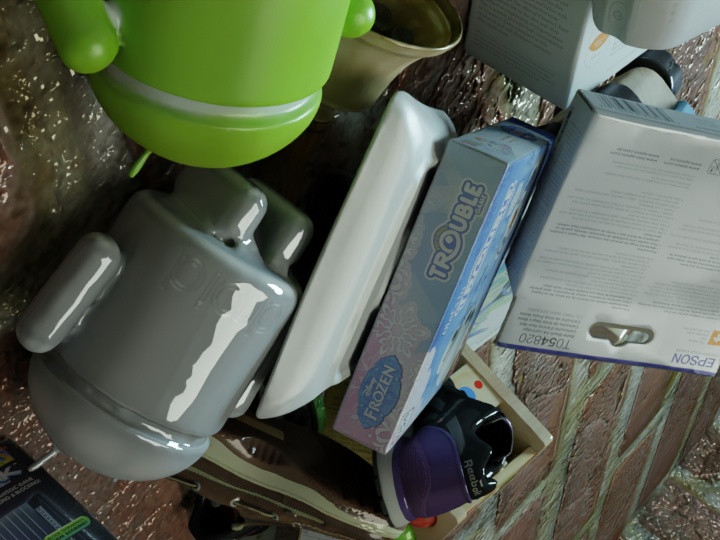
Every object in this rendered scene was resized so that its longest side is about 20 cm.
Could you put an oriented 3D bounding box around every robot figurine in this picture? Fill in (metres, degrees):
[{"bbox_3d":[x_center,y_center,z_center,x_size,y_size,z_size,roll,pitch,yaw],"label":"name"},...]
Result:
[{"bbox_3d":[-0.111,0.034,0.649,0.170,0.113,0.200,28,98,-44],"label":"robot figurine"},{"bbox_3d":[-0.061,-0.134,0.523,0.175,0.116,0.200,-20,139,-41],"label":"robot figurine"}]

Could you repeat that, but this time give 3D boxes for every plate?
[{"bbox_3d":[0.011,-0.008,0.719,0.200,0.032,0.200,-67,170,8],"label":"plate"}]

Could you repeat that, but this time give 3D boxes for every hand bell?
[{"bbox_3d":[-0.033,-0.088,0.694,0.104,0.104,0.200,-22,152,-48],"label":"hand bell"}]

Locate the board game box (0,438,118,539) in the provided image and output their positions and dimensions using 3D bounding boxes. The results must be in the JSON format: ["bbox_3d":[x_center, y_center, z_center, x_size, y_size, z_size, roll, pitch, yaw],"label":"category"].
[{"bbox_3d":[-0.184,0.226,0.696,0.057,0.165,0.200,-32,146,-43],"label":"board game box"}]

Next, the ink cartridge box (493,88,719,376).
[{"bbox_3d":[0.214,-0.021,0.848,0.199,0.041,0.200,9,121,-18],"label":"ink cartridge box"}]

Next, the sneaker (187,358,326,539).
[{"bbox_3d":[-0.084,0.137,0.866,0.084,0.077,0.200,-22,136,-45],"label":"sneaker"}]

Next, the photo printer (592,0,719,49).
[{"bbox_3d":[0.225,-0.231,0.720,0.200,0.069,0.166,-29,145,-42],"label":"photo printer"}]

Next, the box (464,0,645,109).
[{"bbox_3d":[0.158,-0.235,0.796,0.124,0.097,0.200,-36,150,-32],"label":"box"}]

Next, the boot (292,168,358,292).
[{"bbox_3d":[0.000,0.000,0.866,0.132,0.070,0.200,-24,130,-42],"label":"boot"}]

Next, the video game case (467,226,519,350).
[{"bbox_3d":[0.108,0.028,1.051,0.182,0.022,0.200,-39,158,16],"label":"video game case"}]

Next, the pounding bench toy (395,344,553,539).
[{"bbox_3d":[0.056,0.198,1.112,0.156,0.124,0.200,-33,164,-34],"label":"pounding bench toy"}]

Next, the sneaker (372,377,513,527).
[{"bbox_3d":[0.072,0.124,0.837,0.200,0.087,0.076,-58,133,-71],"label":"sneaker"}]

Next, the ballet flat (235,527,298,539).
[{"bbox_3d":[-0.100,0.238,0.976,0.067,0.068,0.200,2,118,-52],"label":"ballet flat"}]

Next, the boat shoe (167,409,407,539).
[{"bbox_3d":[-0.066,0.148,0.809,0.075,0.202,0.075,-56,-169,20],"label":"boat shoe"}]

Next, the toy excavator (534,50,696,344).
[{"bbox_3d":[0.205,-0.045,0.920,0.194,0.200,0.100,-28,-171,45],"label":"toy excavator"}]

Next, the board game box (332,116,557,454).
[{"bbox_3d":[0.063,0.001,0.781,0.200,0.043,0.199,-68,167,17],"label":"board game box"}]

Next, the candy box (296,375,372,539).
[{"bbox_3d":[-0.010,0.174,0.933,0.117,0.056,0.200,69,32,-78],"label":"candy box"}]
